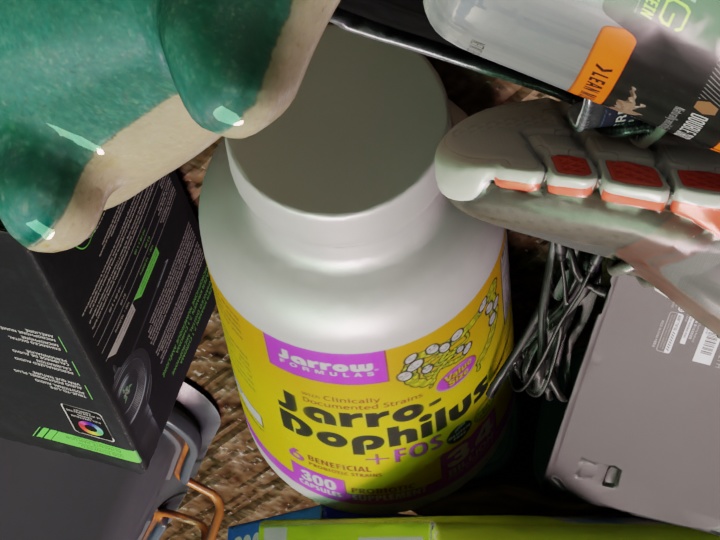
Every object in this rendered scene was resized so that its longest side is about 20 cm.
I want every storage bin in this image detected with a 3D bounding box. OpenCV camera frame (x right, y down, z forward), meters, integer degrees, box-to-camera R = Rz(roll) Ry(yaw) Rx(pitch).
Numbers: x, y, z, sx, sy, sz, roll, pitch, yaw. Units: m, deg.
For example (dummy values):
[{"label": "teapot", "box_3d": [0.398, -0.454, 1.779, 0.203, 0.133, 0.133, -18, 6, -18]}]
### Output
[{"label": "storage bin", "box_3d": [-0.147, 0.130, 1.335, 0.145, 0.135, 0.200, 23, 155, -3]}]

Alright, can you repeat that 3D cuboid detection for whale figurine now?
[{"label": "whale figurine", "box_3d": [-0.074, -0.085, 0.840, 0.104, 0.160, 0.200, 30, 173, -24]}]

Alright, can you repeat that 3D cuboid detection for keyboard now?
[{"label": "keyboard", "box_3d": [0.108, 0.004, 0.983, 0.104, 0.040, 0.200, 15, 132, -1]}]

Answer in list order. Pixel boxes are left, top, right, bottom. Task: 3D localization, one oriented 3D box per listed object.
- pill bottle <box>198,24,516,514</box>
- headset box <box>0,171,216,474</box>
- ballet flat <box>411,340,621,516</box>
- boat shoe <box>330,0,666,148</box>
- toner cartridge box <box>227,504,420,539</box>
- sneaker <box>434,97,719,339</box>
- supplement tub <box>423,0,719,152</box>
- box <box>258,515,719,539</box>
[{"label": "pill bottle", "box_3d": [0.000, 0.000, 1.009, 0.104, 0.105, 0.200, 14, 153, 13]}, {"label": "headset box", "box_3d": [-0.162, -0.018, 1.108, 0.173, 0.093, 0.200, 13, 154, 18]}, {"label": "ballet flat", "box_3d": [0.084, 0.065, 1.132, 0.063, 0.069, 0.200, 19, 166, -29]}, {"label": "boat shoe", "box_3d": [0.082, -0.069, 0.857, 0.199, 0.068, 0.072, 20, 154, 3]}, {"label": "toner cartridge box", "box_3d": [0.052, 0.133, 1.213, 0.199, 0.043, 0.095, 9, 165, -25]}, {"label": "sneaker", "box_3d": [0.117, 0.002, 0.889, 0.199, 0.077, 0.082, 11, 115, 2]}, {"label": "supplement tub", "box_3d": [0.125, -0.082, 0.738, 0.199, 0.123, 0.123, 21, 154, -1]}, {"label": "box", "box_3d": [0.076, 0.117, 1.094, 0.199, 0.048, 0.122, 4, 173, -33]}]
